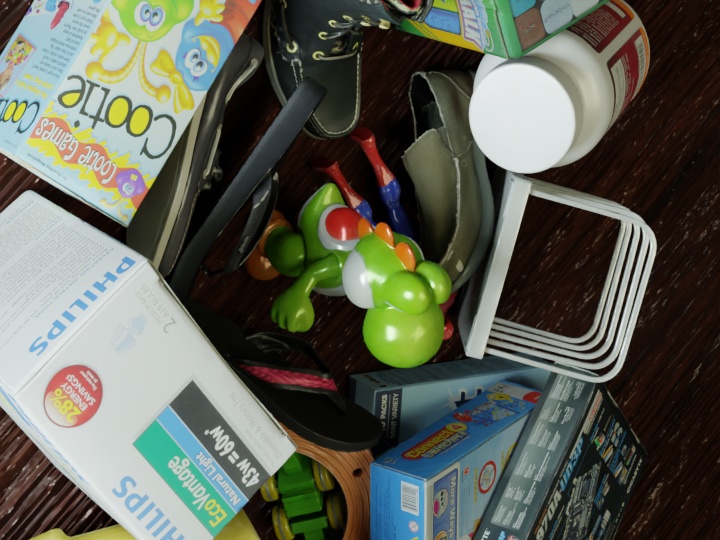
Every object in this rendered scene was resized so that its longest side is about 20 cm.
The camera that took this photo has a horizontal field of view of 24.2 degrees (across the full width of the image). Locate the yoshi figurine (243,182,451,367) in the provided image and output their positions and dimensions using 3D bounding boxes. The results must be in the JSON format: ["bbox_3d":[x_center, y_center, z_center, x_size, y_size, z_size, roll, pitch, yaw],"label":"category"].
[{"bbox_3d":[-0.003,0.015,1.270,0.112,0.199,0.113,40,80,-38],"label":"yoshi figurine"}]

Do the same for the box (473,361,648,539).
[{"bbox_3d":[0.168,0.203,1.419,0.201,0.046,0.159,-63,144,-19],"label":"box"}]

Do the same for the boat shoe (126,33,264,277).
[{"bbox_3d":[-0.119,-0.084,1.237,0.062,0.072,0.202,14,92,-34],"label":"boat shoe"}]

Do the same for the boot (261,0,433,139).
[{"bbox_3d":[-0.008,-0.181,1.232,0.073,0.153,0.206,-21,116,-28],"label":"boot"}]

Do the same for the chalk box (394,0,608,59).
[{"bbox_3d":[0.110,-0.247,1.266,0.124,0.199,0.125,-33,121,-23],"label":"chalk box"}]

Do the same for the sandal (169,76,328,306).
[{"bbox_3d":[-0.081,-0.050,1.246,0.043,0.076,0.201,35,102,-4],"label":"sandal"}]

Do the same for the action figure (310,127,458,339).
[{"bbox_3d":[0.029,-0.021,1.376,0.065,0.052,0.201,-37,117,-15],"label":"action figure"}]

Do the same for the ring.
[{"bbox_3d":[-0.075,0.196,1.345,0.198,0.019,0.203,-3,115,-6],"label":"ring"}]

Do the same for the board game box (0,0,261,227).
[{"bbox_3d":[-0.168,-0.151,1.159,0.103,0.105,0.201,34,84,-38],"label":"board game box"}]

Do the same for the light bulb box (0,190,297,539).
[{"bbox_3d":[-0.180,0.073,1.162,0.125,0.199,0.199,-45,126,-14],"label":"light bulb box"}]

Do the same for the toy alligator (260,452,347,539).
[{"bbox_3d":[-0.039,0.204,1.400,0.059,0.054,0.202,-13,117,9],"label":"toy alligator"}]

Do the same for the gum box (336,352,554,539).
[{"bbox_3d":[0.074,0.168,1.474,0.198,0.044,0.172,-5,108,-34],"label":"gum box"}]

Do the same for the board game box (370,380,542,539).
[{"bbox_3d":[0.086,0.220,1.398,0.195,0.055,0.202,-25,121,-49],"label":"board game box"}]

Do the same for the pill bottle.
[{"bbox_3d":[0.156,-0.150,1.333,0.200,0.112,0.114,-44,134,-59],"label":"pill bottle"}]

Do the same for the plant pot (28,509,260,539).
[{"bbox_3d":[-0.151,0.261,1.223,0.187,0.201,0.202,-26,119,-13],"label":"plant pot"}]

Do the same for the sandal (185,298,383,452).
[{"bbox_3d":[-0.064,0.073,1.279,0.199,0.075,0.045,34,111,-7],"label":"sandal"}]

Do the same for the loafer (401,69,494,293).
[{"bbox_3d":[0.061,-0.075,1.339,0.069,0.075,0.202,15,59,-23],"label":"loafer"}]

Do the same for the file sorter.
[{"bbox_3d":[0.156,0.001,1.360,0.123,0.200,0.140,15,97,0],"label":"file sorter"}]
